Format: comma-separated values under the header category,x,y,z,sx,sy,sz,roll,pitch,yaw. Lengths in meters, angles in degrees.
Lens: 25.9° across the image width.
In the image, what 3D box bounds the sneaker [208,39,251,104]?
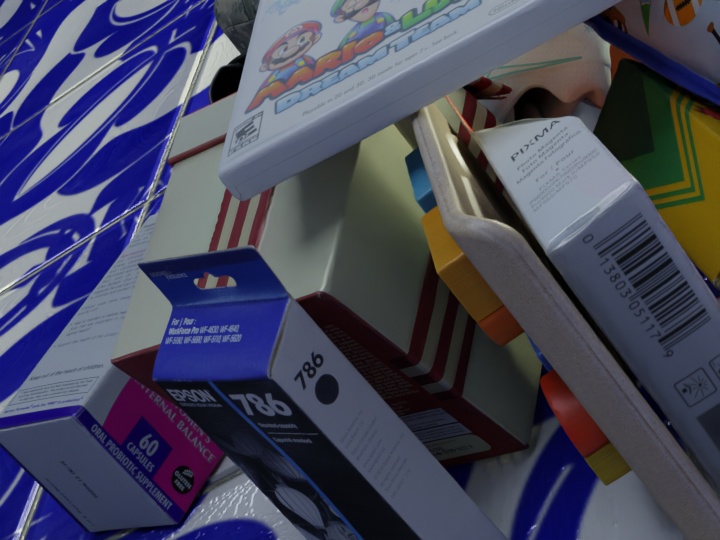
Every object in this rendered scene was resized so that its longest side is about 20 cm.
category,x,y,z,sx,sy,sz,roll,pitch,yaw
sneaker,-0.055,-0.103,0.963,0.200,0.087,0.076,140,137,-67

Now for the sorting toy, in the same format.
category,x,y,z,sx,sy,sz,roll,pitch,yaw
sorting toy,0.075,0.017,0.678,0.036,0.185,0.200,-36,23,7

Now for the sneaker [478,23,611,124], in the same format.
category,x,y,z,sx,sy,sz,roll,pitch,yaw
sneaker,0.066,-0.102,0.890,0.200,0.070,0.081,-25,70,53

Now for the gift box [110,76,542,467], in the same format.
category,x,y,z,sx,sy,sz,roll,pitch,yaw
gift box,0.000,0.000,0.838,0.184,0.200,0.188,-14,50,37

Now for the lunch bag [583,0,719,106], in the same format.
category,x,y,z,sx,sy,sz,roll,pitch,yaw
lunch bag,0.229,-0.117,0.682,0.200,0.169,0.125,48,132,46

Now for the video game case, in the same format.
category,x,y,z,sx,sy,sz,roll,pitch,yaw
video game case,0.028,-0.130,0.733,0.199,0.024,0.183,-26,30,21

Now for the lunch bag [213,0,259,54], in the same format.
category,x,y,z,sx,sy,sz,roll,pitch,yaw
lunch bag,0.025,-0.158,1.045,0.139,0.200,0.167,-46,19,-19

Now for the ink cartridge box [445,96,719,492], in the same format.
category,x,y,z,sx,sy,sz,roll,pitch,yaw
ink cartridge box,0.115,-0.004,0.689,0.057,0.163,0.200,-34,25,11

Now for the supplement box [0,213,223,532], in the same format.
category,x,y,z,sx,sy,sz,roll,pitch,yaw
supplement box,-0.128,0.058,1.011,0.103,0.101,0.201,-13,36,44

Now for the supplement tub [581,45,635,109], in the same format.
category,x,y,z,sx,sy,sz,roll,pitch,yaw
supplement tub,0.158,-0.176,0.972,0.122,0.123,0.200,-33,25,15

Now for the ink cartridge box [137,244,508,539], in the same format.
category,x,y,z,sx,sy,sz,roll,pitch,yaw
ink cartridge box,-0.024,0.074,0.712,0.099,0.200,0.039,-7,39,52

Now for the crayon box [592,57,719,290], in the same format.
category,x,y,z,sx,sy,sz,roll,pitch,yaw
crayon box,0.189,-0.027,0.669,0.200,0.126,0.051,-114,40,-64
